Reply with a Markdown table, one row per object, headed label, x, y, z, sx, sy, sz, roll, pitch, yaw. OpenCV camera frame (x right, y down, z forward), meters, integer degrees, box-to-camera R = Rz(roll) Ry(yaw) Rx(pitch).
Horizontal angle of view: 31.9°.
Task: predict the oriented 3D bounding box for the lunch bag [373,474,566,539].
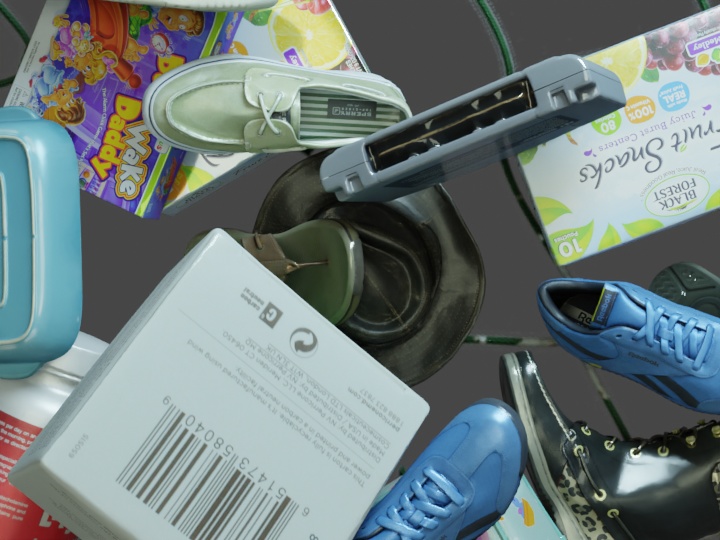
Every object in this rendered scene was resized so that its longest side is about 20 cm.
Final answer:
| label | x | y | z | sx | sy | sz | roll | pitch | yaw |
| --- | --- | --- | --- | --- | --- | --- | --- | --- | --- |
| lunch bag | 0.082 | 0.243 | 0.951 | 0.160 | 0.077 | 0.201 | -33 | 85 | 32 |

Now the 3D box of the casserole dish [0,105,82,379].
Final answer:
| label | x | y | z | sx | sy | sz | roll | pitch | yaw |
| --- | --- | --- | --- | --- | --- | --- | --- | --- | --- |
| casserole dish | -0.264 | -0.021 | 0.918 | 0.120 | 0.039 | 0.202 | -2 | 89 | 22 |

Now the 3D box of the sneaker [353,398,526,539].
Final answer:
| label | x | y | z | sx | sy | sz | roll | pitch | yaw |
| --- | --- | --- | --- | --- | --- | --- | --- | --- | --- |
| sneaker | 0.041 | 0.173 | 0.860 | 0.066 | 0.078 | 0.201 | 45 | 117 | 19 |

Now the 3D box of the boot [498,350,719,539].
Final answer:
| label | x | y | z | sx | sy | sz | roll | pitch | yaw |
| --- | --- | --- | --- | --- | --- | --- | --- | --- | --- |
| boot | 0.203 | 0.134 | 0.969 | 0.153 | 0.073 | 0.205 | -23 | 95 | 1 |

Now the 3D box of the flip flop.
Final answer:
| label | x | y | z | sx | sy | sz | roll | pitch | yaw |
| --- | --- | --- | --- | --- | --- | --- | --- | --- | --- |
| flip flop | -0.074 | 0.001 | 0.942 | 0.199 | 0.057 | 0.082 | 5 | 98 | 42 |

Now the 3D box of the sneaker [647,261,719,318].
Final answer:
| label | x | y | z | sx | sy | sz | roll | pitch | yaw |
| --- | --- | --- | --- | --- | --- | --- | --- | --- | --- |
| sneaker | 0.298 | 0.083 | 0.967 | 0.076 | 0.114 | 0.200 | -45 | 60 | 8 |

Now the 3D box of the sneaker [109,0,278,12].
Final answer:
| label | x | y | z | sx | sy | sz | roll | pitch | yaw |
| --- | --- | --- | --- | --- | --- | --- | --- | --- | --- |
| sneaker | -0.150 | -0.244 | 0.887 | 0.198 | 0.077 | 0.112 | 9 | 101 | 13 |

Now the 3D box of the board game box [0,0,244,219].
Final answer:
| label | x | y | z | sx | sy | sz | roll | pitch | yaw |
| --- | --- | --- | --- | --- | --- | --- | --- | --- | --- |
| board game box | -0.179 | -0.158 | 0.954 | 0.133 | 0.045 | 0.202 | 23 | 94 | 6 |

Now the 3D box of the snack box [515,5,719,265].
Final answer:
| label | x | y | z | sx | sy | sz | roll | pitch | yaw |
| --- | --- | --- | --- | --- | --- | --- | --- | --- | --- |
| snack box | 0.220 | -0.103 | 0.967 | 0.198 | 0.053 | 0.143 | -21 | 90 | 5 |

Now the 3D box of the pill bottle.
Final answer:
| label | x | y | z | sx | sy | sz | roll | pitch | yaw |
| --- | --- | --- | --- | --- | --- | --- | --- | --- | --- |
| pill bottle | -0.255 | 0.146 | 0.978 | 0.111 | 0.112 | 0.202 | 21 | 92 | 3 |

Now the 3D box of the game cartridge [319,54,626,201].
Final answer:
| label | x | y | z | sx | sy | sz | roll | pitch | yaw |
| --- | --- | --- | --- | --- | --- | --- | --- | --- | --- |
| game cartridge | 0.082 | -0.097 | 0.886 | 0.199 | 0.133 | 0.042 | -21 | 89 | 22 |

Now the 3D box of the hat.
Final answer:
| label | x | y | z | sx | sy | sz | roll | pitch | yaw |
| --- | --- | --- | --- | --- | --- | --- | --- | --- | --- |
| hat | 0.000 | 0.000 | 0.976 | 0.198 | 0.081 | 0.203 | 0 | 91 | 5 |

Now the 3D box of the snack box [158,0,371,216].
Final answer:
| label | x | y | z | sx | sy | sz | roll | pitch | yaw |
| --- | --- | --- | --- | --- | --- | --- | --- | --- | --- |
| snack box | -0.103 | -0.153 | 0.995 | 0.199 | 0.053 | 0.143 | -29 | 86 | 5 |

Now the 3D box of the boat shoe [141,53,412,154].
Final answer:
| label | x | y | z | sx | sy | sz | roll | pitch | yaw |
| --- | --- | --- | --- | --- | --- | --- | --- | --- | --- |
| boat shoe | -0.057 | -0.120 | 0.915 | 0.198 | 0.062 | 0.073 | -4 | 105 | -15 |

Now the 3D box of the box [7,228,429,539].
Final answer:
| label | x | y | z | sx | sy | sz | roll | pitch | yaw |
| --- | --- | --- | --- | --- | --- | --- | --- | --- | --- |
| box | -0.101 | 0.121 | 0.878 | 0.199 | 0.171 | 0.201 | 40 | 65 | -9 |

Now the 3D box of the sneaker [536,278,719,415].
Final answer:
| label | x | y | z | sx | sy | sz | roll | pitch | yaw |
| --- | --- | --- | --- | --- | --- | --- | --- | --- | --- |
| sneaker | 0.215 | 0.050 | 0.916 | 0.199 | 0.078 | 0.066 | 18 | 76 | 38 |
